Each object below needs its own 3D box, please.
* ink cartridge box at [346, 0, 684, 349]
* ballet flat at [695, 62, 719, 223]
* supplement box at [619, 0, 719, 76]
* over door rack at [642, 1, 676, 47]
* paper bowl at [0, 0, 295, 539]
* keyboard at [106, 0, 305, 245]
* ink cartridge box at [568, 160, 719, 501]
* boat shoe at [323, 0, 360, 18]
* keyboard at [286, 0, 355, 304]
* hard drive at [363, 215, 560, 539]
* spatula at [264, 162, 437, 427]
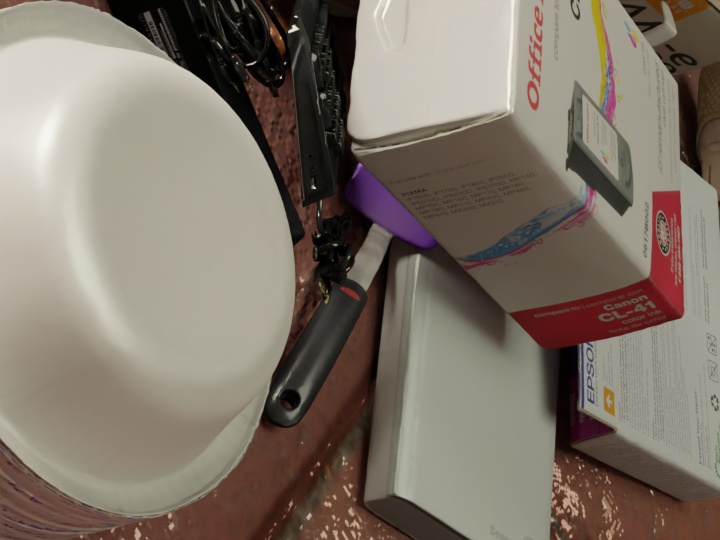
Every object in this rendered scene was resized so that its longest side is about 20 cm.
[{"bbox_3d":[0.081,-0.074,1.024,0.200,0.085,0.148,45,41,-49],"label":"ink cartridge box"},{"bbox_3d":[0.254,-0.040,1.369,0.062,0.067,0.201,-25,98,-46],"label":"ballet flat"},{"bbox_3d":[0.186,-0.240,1.341,0.126,0.073,0.201,32,52,-45],"label":"supplement box"},{"bbox_3d":[0.075,-0.209,1.147,0.148,0.067,0.200,35,24,-44],"label":"over door rack"},{"bbox_3d":[-0.102,-0.004,0.809,0.200,0.104,0.201,26,56,-46],"label":"paper bowl"},{"bbox_3d":[-0.063,-0.101,0.900,0.040,0.104,0.200,-29,102,-27],"label":"keyboard"},{"bbox_3d":[0.151,0.014,1.210,0.200,0.043,0.197,29,55,-50],"label":"ink cartridge box"},{"bbox_3d":[0.023,-0.163,1.075,0.200,0.076,0.072,14,66,-52],"label":"boat shoe"},{"bbox_3d":[-0.015,-0.061,0.942,0.200,0.021,0.127,-85,171,-76],"label":"keyboard"},{"bbox_3d":[0.057,0.049,1.083,0.132,0.026,0.200,37,48,-42],"label":"hard drive"},{"bbox_3d":[0.000,0.000,1.014,0.056,0.021,0.200,33,49,-3],"label":"spatula"}]
